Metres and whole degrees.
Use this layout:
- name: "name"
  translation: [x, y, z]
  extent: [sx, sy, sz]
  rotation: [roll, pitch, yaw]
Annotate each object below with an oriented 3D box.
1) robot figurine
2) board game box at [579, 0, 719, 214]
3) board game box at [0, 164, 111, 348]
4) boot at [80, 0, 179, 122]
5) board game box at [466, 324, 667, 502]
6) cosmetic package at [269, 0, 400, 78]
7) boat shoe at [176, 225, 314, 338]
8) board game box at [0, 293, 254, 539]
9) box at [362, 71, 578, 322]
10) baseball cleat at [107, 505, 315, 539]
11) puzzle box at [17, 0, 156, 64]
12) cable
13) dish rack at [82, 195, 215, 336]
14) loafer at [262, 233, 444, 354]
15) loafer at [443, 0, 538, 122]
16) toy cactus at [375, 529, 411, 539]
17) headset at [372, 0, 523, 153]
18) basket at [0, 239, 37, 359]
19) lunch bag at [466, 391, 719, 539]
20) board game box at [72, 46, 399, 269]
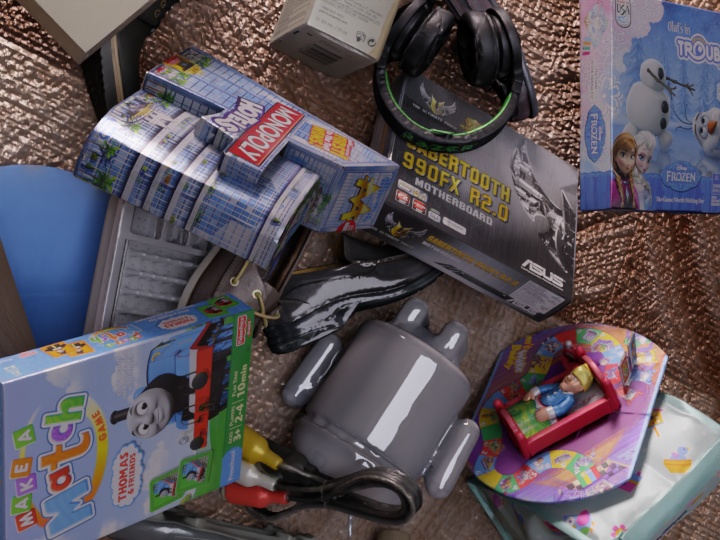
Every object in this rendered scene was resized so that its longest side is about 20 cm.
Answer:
- name: "robot figurine"
  translation: [0.017, 0.123, 0.949]
  extent: [0.170, 0.113, 0.200]
  rotation: [31, 77, 18]
- name: "board game box"
  translation: [0.292, -0.155, 1.073]
  extent: [0.200, 0.043, 0.199]
  rotation: [-1, 90, -37]
- name: "board game box"
  translation: [-0.259, 0.015, 0.876]
  extent: [0.158, 0.039, 0.200]
  rotation: [-3, 102, -20]
- name: "boot"
  translation: [-0.155, -0.217, 0.901]
  extent: [0.138, 0.077, 0.200]
  rotation: [-5, 93, -27]
- name: "board game box"
  translation: [0.171, 0.107, 0.969]
  extent: [0.200, 0.158, 0.039]
  rotation: [-60, 138, -37]
- name: "cosmetic package"
  translation: [0.000, -0.274, 0.946]
  extent: [0.073, 0.104, 0.200]
  rotation: [24, 83, -21]
- name: "boat shoe"
  translation: [-0.090, 0.011, 0.893]
  extent: [0.200, 0.059, 0.072]
  rotation: [-66, 150, -26]
- name: "board game box"
  translation: [-0.167, 0.111, 0.784]
  extent: [0.200, 0.037, 0.151]
  rotation: [-16, 123, -41]
- name: "box"
  translation: [0.100, -0.066, 0.979]
  extent: [0.200, 0.048, 0.159]
  rotation: [28, 51, -20]
- name: "baseball cleat"
  translation: [-0.127, 0.248, 0.915]
  extent: [0.200, 0.070, 0.107]
  rotation: [16, 84, -21]
- name: "puzzle box"
  translation: [-0.188, -0.265, 0.844]
  extent: [0.133, 0.025, 0.200]
  rotation: [46, 62, -8]
- name: "cable"
  translation: [-0.045, 0.177, 0.877]
  extent: [0.050, 0.200, 0.097]
  rotation: [-28, 125, -47]
- name: "dish rack"
  translation: [-0.158, 0.029, 0.881]
  extent: [0.172, 0.043, 0.200]
  rotation: [15, 83, -62]
- name: "loafer"
  translation: [0.000, 0.000, 0.966]
  extent: [0.200, 0.073, 0.072]
  rotation: [-26, 95, -21]
- name: "loafer"
  translation: [0.099, -0.222, 1.013]
  extent: [0.063, 0.072, 0.200]
  rotation: [-23, 92, -2]
- name: "toy cactus"
  translation: [0.019, 0.313, 0.970]
  extent: [0.200, 0.102, 0.165]
  rotation: [23, 58, -26]
- name: "headset"
  translation: [0.079, -0.199, 0.930]
  extent: [0.123, 0.094, 0.200]
  rotation: [9, 72, -4]
- name: "basket"
  translation: [-0.284, 0.085, 0.775]
  extent: [0.136, 0.180, 0.200]
  rotation: [-6, 124, 12]
- name: "lunch bag"
  translation: [0.220, 0.193, 0.986]
  extent: [0.170, 0.200, 0.122]
  rotation: [-36, 103, -19]
- name: "board game box"
  translation: [-0.078, -0.082, 0.835]
  extent: [0.200, 0.200, 0.062]
  rotation: [25, 115, 0]
